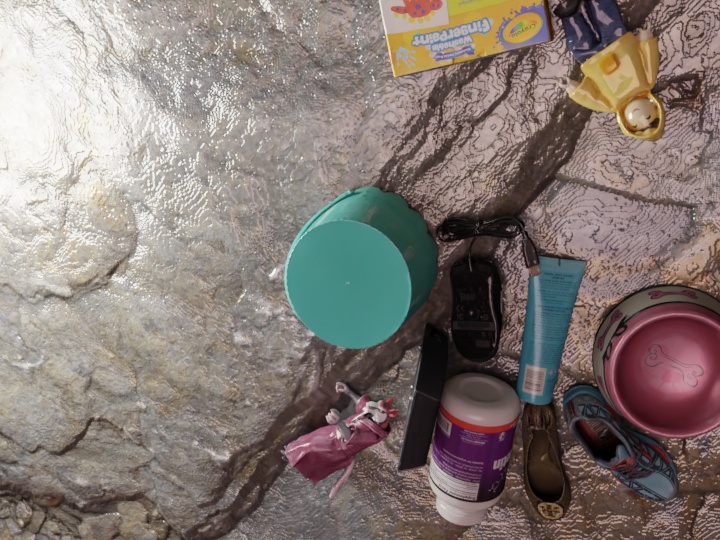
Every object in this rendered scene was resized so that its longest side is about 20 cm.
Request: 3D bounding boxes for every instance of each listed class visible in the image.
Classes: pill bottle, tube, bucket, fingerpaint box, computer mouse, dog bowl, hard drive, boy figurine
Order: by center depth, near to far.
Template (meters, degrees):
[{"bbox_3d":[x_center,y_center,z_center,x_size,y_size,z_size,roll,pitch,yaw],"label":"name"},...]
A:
[{"bbox_3d":[0.302,-0.240,0.970,0.123,0.064,0.202,-26,94,20],"label":"boy figurine"},{"bbox_3d":[0.125,-0.343,0.989,0.197,0.073,0.169,-9,103,21],"label":"fingerpaint box"},{"bbox_3d":[0.401,0.124,1.032,0.197,0.074,0.204,2,101,12],"label":"dog bowl"},{"bbox_3d":[0.087,0.170,1.093,0.042,0.200,0.137,12,111,4],"label":"hard drive"},{"bbox_3d":[0.252,0.081,1.095,0.076,0.050,0.203,4,107,-10],"label":"tube"},{"bbox_3d":[0.184,0.021,1.095,0.139,0.046,0.203,-7,95,32],"label":"computer mouse"},{"bbox_3d":[0.000,0.000,1.102,0.204,0.135,0.211,5,108,16],"label":"bucket"},{"bbox_3d":[0.157,0.255,1.139,0.111,0.113,0.203,11,115,14],"label":"pill bottle"}]

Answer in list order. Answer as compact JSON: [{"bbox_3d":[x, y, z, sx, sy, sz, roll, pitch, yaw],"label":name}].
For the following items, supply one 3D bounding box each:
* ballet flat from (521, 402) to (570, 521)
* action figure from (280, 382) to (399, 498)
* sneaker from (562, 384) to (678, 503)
[{"bbox_3d":[0.262,0.277,1.147,0.066,0.046,0.203,-3,111,16],"label":"ballet flat"},{"bbox_3d":[-0.016,0.253,1.187,0.199,0.134,0.150,-31,97,26],"label":"action figure"},{"bbox_3d":[0.346,0.252,1.090,0.200,0.096,0.080,42,115,2],"label":"sneaker"}]
